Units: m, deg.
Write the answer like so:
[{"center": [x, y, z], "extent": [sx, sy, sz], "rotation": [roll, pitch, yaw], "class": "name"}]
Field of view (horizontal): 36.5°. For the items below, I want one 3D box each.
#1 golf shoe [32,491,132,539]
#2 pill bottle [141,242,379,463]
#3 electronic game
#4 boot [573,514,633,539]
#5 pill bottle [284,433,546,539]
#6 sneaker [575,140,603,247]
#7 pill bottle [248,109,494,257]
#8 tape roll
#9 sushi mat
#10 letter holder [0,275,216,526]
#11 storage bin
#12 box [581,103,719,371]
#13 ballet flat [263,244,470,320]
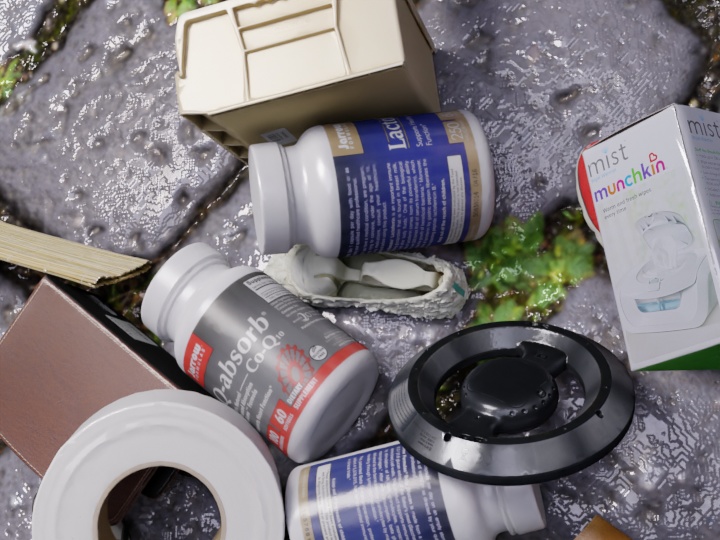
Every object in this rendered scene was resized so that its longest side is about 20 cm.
[{"center": [-0.241, 0.267, 0.973], "extent": [0.078, 0.094, 0.200], "rotation": [-44, 69, 4], "class": "golf shoe"}, {"center": [-0.092, 0.069, 0.968], "extent": [0.199, 0.116, 0.116], "rotation": [35, 87, 20], "class": "pill bottle"}, {"center": [0.121, 0.103, 0.886], "extent": [0.198, 0.200, 0.042], "rotation": [1, 122, 15], "class": "electronic game"}, {"center": [0.241, 0.245, 0.862], "extent": [0.201, 0.071, 0.144], "rotation": [-44, 71, 6], "class": "boot"}, {"center": [0.047, 0.194, 0.904], "extent": [0.199, 0.111, 0.112], "rotation": [-16, 73, 11], "class": "pill bottle"}, {"center": [0.240, -0.028, 0.919], "extent": [0.077, 0.085, 0.201], "rotation": [-23, 72, 8], "class": "sneaker"}, {"center": [0.007, -0.072, 0.943], "extent": [0.198, 0.116, 0.117], "rotation": [-8, 74, -11], "class": "pill bottle"}, {"center": [-0.161, 0.202, 0.891], "extent": [0.201, 0.071, 0.204], "rotation": [0, 93, -6], "class": "tape roll"}, {"center": [-0.311, -0.020, 1.062], "extent": [0.199, 0.096, 0.012], "rotation": [14, 105, 18], "class": "sushi mat"}, {"center": [-0.239, 0.126, 1.004], "extent": [0.200, 0.101, 0.143], "rotation": [35, 90, 20], "class": "letter holder"}, {"center": [-0.039, -0.168, 0.965], "extent": [0.197, 0.200, 0.094], "rotation": [-12, 79, 12], "class": "storage bin"}, {"center": [0.284, -0.020, 0.838], "extent": [0.096, 0.199, 0.178], "rotation": [-28, 67, 47], "class": "box"}, {"center": [0.000, 0.000, 0.987], "extent": [0.198, 0.072, 0.072], "rotation": [6, 78, 16], "class": "ballet flat"}]
